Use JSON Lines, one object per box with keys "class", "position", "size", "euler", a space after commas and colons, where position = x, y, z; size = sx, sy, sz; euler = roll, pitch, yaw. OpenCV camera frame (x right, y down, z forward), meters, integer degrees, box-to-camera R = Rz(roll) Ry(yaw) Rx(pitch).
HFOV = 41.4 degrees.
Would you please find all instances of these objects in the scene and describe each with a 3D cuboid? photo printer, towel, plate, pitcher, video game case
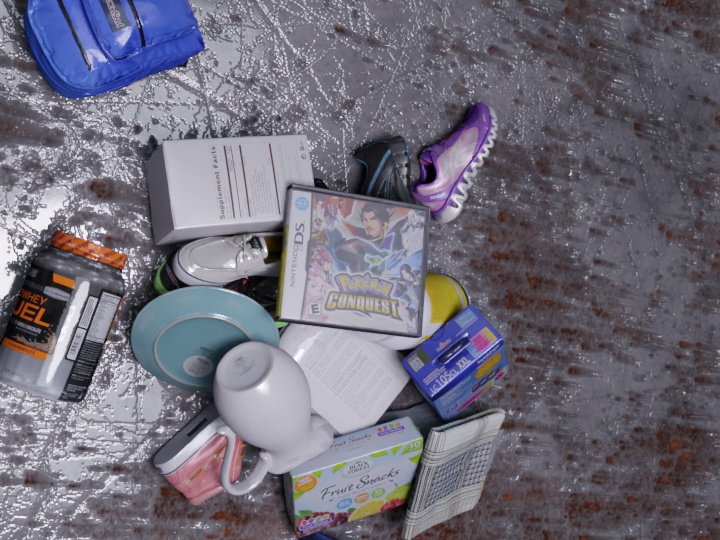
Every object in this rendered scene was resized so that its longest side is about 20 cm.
{"class": "photo printer", "position": [-0.037, 0.141, 1.409], "size": [0.200, 0.069, 0.166], "euler": [44, 74, -21]}
{"class": "towel", "position": [0.149, 0.309, 1.459], "size": [0.200, 0.035, 0.193], "euler": [-7, 117, -50]}
{"class": "plate", "position": [-0.209, 0.103, 1.281], "size": [0.200, 0.026, 0.200], "euler": [-3, 130, -4]}
{"class": "pitcher", "position": [-0.136, 0.201, 1.262], "size": [0.172, 0.121, 0.200], "euler": [-41, 138, -18]}
{"class": "video game case", "position": [-0.007, -0.011, 1.260], "size": [0.200, 0.026, 0.181], "euler": [8, 79, -18]}

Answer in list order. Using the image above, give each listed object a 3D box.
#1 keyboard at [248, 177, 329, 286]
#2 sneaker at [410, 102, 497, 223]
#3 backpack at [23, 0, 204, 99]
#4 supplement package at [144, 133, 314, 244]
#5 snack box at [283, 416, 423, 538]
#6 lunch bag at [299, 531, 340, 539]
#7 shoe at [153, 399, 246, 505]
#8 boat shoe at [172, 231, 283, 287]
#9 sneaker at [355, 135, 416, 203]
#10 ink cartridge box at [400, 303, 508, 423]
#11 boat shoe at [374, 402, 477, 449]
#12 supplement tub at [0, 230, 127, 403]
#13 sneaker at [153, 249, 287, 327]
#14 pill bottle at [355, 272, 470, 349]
{"class": "keyboard", "position": [-0.107, -0.041, 1.392], "size": [0.200, 0.040, 0.104], "euler": [-38, 85, -17]}
{"class": "sneaker", "position": [0.140, -0.177, 1.471], "size": [0.088, 0.080, 0.200], "euler": [28, 83, -17]}
{"class": "backpack", "position": [-0.317, -0.316, 1.195], "size": [0.200, 0.168, 0.163], "euler": [-25, 97, -18]}
{"class": "supplement package", "position": [-0.176, -0.109, 1.289], "size": [0.200, 0.121, 0.120], "euler": [-6, 85, -24]}
{"class": "snack box", "position": [-0.010, 0.303, 1.396], "size": [0.200, 0.053, 0.142], "euler": [-14, 129, -17]}
{"class": "lunch bag", "position": [-0.041, 0.486, 1.394], "size": [0.132, 0.136, 0.200], "euler": [35, 77, -23]}
{"class": "shoe", "position": [-0.189, 0.238, 1.348], "size": [0.200, 0.071, 0.091], "euler": [-41, 113, -15]}
{"class": "boat shoe", "position": [-0.152, -0.023, 1.272], "size": [0.200, 0.070, 0.071], "euler": [-3, 64, -38]}
{"class": "sneaker", "position": [0.045, -0.097, 1.420], "size": [0.082, 0.073, 0.200], "euler": [-10, 79, 5]}
{"class": "ink cartridge box", "position": [0.140, 0.135, 1.395], "size": [0.136, 0.200, 0.076], "euler": [-39, 64, -4]}
{"class": "boat shoe", "position": [0.095, 0.252, 1.490], "size": [0.200, 0.074, 0.067], "euler": [2, 120, -26]}
{"class": "supplement tub", "position": [-0.378, 0.059, 1.213], "size": [0.122, 0.122, 0.200], "euler": [22, 83, -25]}
{"class": "sneaker", "position": [-0.181, 0.027, 1.307], "size": [0.200, 0.077, 0.084], "euler": [19, 97, -12]}
{"class": "pill bottle", "position": [0.071, 0.058, 1.389], "size": [0.200, 0.112, 0.112], "euler": [2, 93, -57]}
